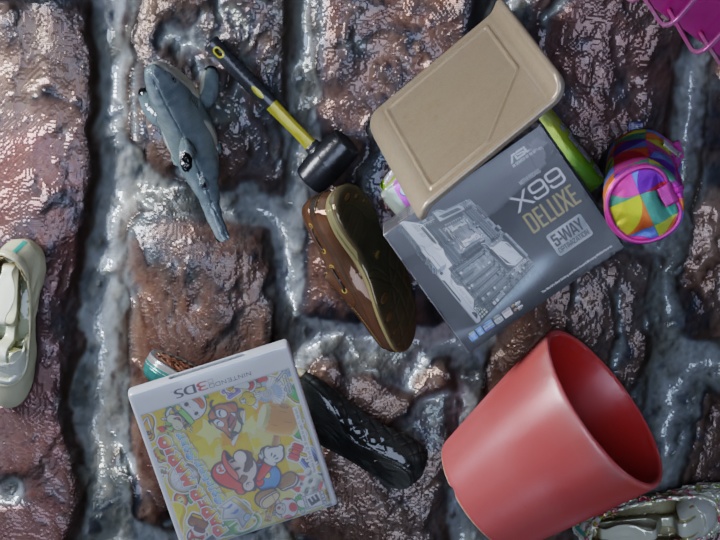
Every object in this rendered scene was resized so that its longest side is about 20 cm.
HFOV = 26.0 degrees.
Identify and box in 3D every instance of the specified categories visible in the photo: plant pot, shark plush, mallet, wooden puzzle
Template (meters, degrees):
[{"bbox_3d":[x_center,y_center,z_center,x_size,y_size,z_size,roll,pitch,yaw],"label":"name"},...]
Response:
[{"bbox_3d":[0.196,0.194,1.675,0.177,0.201,0.201,-38,100,21],"label":"plant pot"},{"bbox_3d":[-0.189,-0.125,1.653,0.090,0.083,0.202,-5,104,3],"label":"shark plush"},{"bbox_3d":[-0.082,-0.178,1.661,0.066,0.041,0.200,-36,97,14],"label":"mallet"},{"bbox_3d":[0.108,-0.163,1.592,0.200,0.186,0.037,-43,127,13],"label":"wooden puzzle"}]

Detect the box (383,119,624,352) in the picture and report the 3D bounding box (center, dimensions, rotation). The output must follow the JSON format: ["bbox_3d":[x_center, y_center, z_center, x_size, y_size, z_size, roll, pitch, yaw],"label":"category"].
[{"bbox_3d":[0.147,-0.037,1.612,0.199,0.050,0.158,-34,103,10],"label":"box"}]

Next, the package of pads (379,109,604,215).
[{"bbox_3d":[0.135,-0.097,1.657,0.200,0.068,0.155,-39,101,10],"label":"package of pads"}]

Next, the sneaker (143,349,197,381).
[{"bbox_3d":[-0.171,0.172,1.735,0.200,0.071,0.080,38,98,-9],"label":"sneaker"}]

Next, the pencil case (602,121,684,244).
[{"bbox_3d":[0.290,-0.091,1.591,0.087,0.200,0.089,3,109,10],"label":"pencil case"}]

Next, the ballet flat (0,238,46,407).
[{"bbox_3d":[-0.390,0.064,1.719,0.069,0.070,0.202,9,105,0],"label":"ballet flat"}]

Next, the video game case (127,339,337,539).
[{"bbox_3d":[-0.137,0.193,1.701,0.180,0.023,0.202,-17,109,-2],"label":"video game case"}]

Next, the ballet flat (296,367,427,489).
[{"bbox_3d":[-0.013,0.173,1.750,0.199,0.057,0.067,38,131,-2],"label":"ballet flat"}]

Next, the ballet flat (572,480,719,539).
[{"bbox_3d":[0.338,0.285,1.750,0.198,0.064,0.076,-11,103,4],"label":"ballet flat"}]

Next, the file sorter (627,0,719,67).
[{"bbox_3d":[0.358,-0.284,1.532,0.199,0.126,0.139,29,115,-25],"label":"file sorter"}]

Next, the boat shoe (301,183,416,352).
[{"bbox_3d":[0.000,0.000,1.693,0.067,0.072,0.201,-9,116,38],"label":"boat shoe"}]
